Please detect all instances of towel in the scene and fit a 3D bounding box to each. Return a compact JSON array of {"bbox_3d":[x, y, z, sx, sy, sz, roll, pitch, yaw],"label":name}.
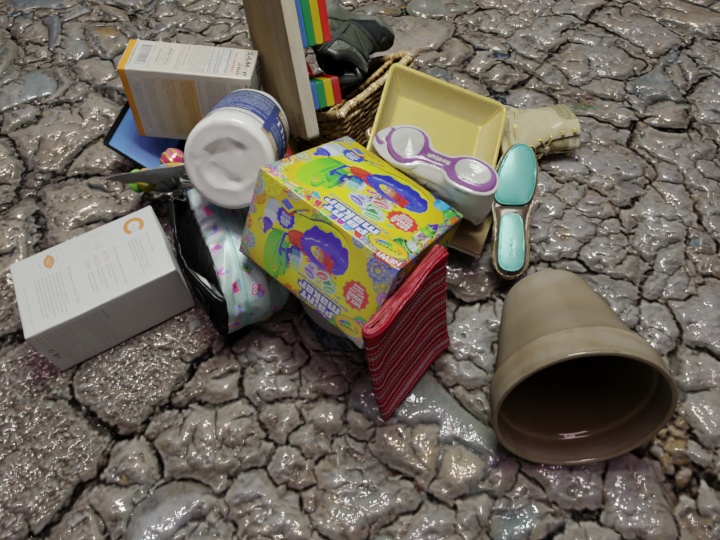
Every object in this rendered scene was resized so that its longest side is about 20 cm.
[{"bbox_3d":[0.061,0.081,0.645,0.022,0.203,0.145,30,61,30],"label":"towel"}]

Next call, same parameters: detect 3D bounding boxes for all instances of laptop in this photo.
[{"bbox_3d":[-0.289,-0.244,0.913,0.194,0.104,0.181,1,56,18],"label":"laptop"}]

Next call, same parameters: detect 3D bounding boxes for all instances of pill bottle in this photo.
[{"bbox_3d":[-0.152,-0.171,0.715,0.107,0.114,0.202,0,30,1],"label":"pill bottle"}]

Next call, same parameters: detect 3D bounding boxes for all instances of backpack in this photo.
[{"bbox_3d":[-0.181,-0.020,0.745,0.124,0.168,0.203,-22,65,-19],"label":"backpack"}]

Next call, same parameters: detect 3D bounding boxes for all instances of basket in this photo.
[{"bbox_3d":[-0.018,-0.283,0.911,0.142,0.150,0.200,36,65,22],"label":"basket"}]

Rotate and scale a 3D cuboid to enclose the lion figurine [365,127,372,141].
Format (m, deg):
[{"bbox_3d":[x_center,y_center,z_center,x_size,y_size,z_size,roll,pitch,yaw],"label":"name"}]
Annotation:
[{"bbox_3d":[0.093,-0.192,0.888,0.197,0.073,0.124,-32,75,-22],"label":"lion figurine"}]

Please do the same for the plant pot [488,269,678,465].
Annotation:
[{"bbox_3d":[0.244,0.100,0.654,0.193,0.204,0.176,2,40,2],"label":"plant pot"}]

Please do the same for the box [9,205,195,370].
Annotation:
[{"bbox_3d":[-0.350,0.022,0.751,0.196,0.098,0.126,-26,60,-15],"label":"box"}]

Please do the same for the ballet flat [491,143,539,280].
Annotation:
[{"bbox_3d":[0.222,-0.084,0.806,0.068,0.065,0.206,9,78,11],"label":"ballet flat"}]

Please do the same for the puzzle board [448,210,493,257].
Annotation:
[{"bbox_3d":[0.108,-0.099,0.846,0.195,0.018,0.152,23,43,11],"label":"puzzle board"}]

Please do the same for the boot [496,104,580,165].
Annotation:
[{"bbox_3d":[0.291,-0.199,0.900,0.150,0.074,0.204,-1,54,-1],"label":"boot"}]

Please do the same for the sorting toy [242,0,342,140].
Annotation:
[{"bbox_3d":[-0.096,-0.311,0.778,0.068,0.205,0.199,-19,28,-18],"label":"sorting toy"}]

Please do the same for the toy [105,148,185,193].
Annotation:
[{"bbox_3d":[-0.267,-0.152,0.810,0.195,0.114,0.049,-5,83,27],"label":"toy"}]

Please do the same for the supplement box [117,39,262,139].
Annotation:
[{"bbox_3d":[-0.253,-0.273,0.844,0.194,0.127,0.075,5,54,-2],"label":"supplement box"}]

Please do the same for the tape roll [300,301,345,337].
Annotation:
[{"bbox_3d":[0.000,0.000,0.796,0.196,0.037,0.208,0,58,1],"label":"tape roll"}]

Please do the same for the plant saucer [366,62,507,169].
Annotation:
[{"bbox_3d":[0.109,-0.186,0.828,0.195,0.049,0.205,18,74,-5],"label":"plant saucer"}]

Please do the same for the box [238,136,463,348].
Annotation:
[{"bbox_3d":[-0.009,-0.046,0.679,0.198,0.124,0.192,36,37,14],"label":"box"}]

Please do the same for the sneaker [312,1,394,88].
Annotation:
[{"bbox_3d":[-0.007,-0.344,0.865,0.075,0.118,0.198,-11,5,36],"label":"sneaker"}]

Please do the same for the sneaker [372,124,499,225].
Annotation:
[{"bbox_3d":[0.094,-0.127,0.750,0.198,0.101,0.075,35,66,24],"label":"sneaker"}]

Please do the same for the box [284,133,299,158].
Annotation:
[{"bbox_3d":[-0.127,-0.156,0.850,0.074,0.050,0.203,-29,42,10],"label":"box"}]
